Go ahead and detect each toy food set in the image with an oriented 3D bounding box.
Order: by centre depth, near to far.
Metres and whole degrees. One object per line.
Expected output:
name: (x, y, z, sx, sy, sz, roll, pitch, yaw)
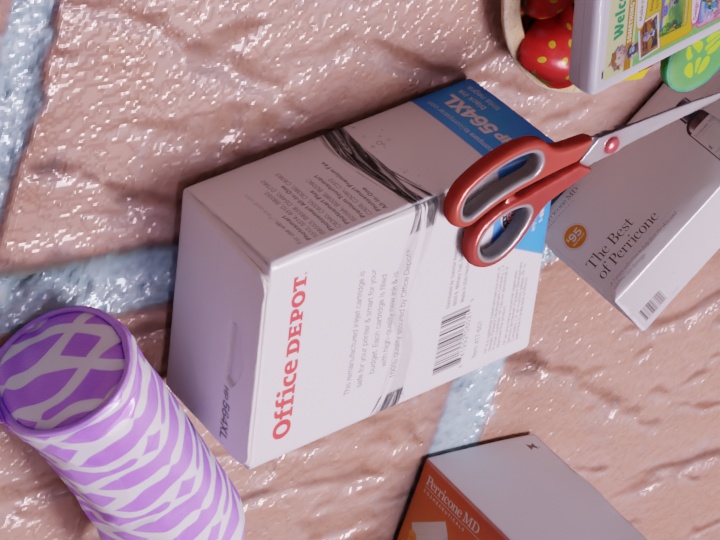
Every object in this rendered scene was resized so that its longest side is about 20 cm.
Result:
toy food set: (0.161, -0.180, 1.639, 0.198, 0.049, 0.200, -9, 129, -41)

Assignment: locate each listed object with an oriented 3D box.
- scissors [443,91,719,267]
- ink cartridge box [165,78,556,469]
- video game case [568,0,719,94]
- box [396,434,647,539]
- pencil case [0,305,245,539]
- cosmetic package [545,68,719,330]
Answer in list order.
scissors: (0.125, -0.069, 1.601, 0.200, 0.014, 0.073, -33, 138, -20)
ink cartridge box: (0.000, 0.000, 1.614, 0.200, 0.084, 0.146, -21, 137, -31)
video game case: (0.186, -0.210, 1.577, 0.182, 0.022, 0.200, -28, 137, -32)
box: (0.084, 0.223, 1.879, 0.097, 0.124, 0.200, -9, 130, -40)
pencil case: (-0.128, 0.099, 1.587, 0.085, 0.084, 0.200, -21, 141, 4)
cosmetic package: (0.200, -0.068, 1.759, 0.200, 0.083, 0.051, -48, 142, 0)
